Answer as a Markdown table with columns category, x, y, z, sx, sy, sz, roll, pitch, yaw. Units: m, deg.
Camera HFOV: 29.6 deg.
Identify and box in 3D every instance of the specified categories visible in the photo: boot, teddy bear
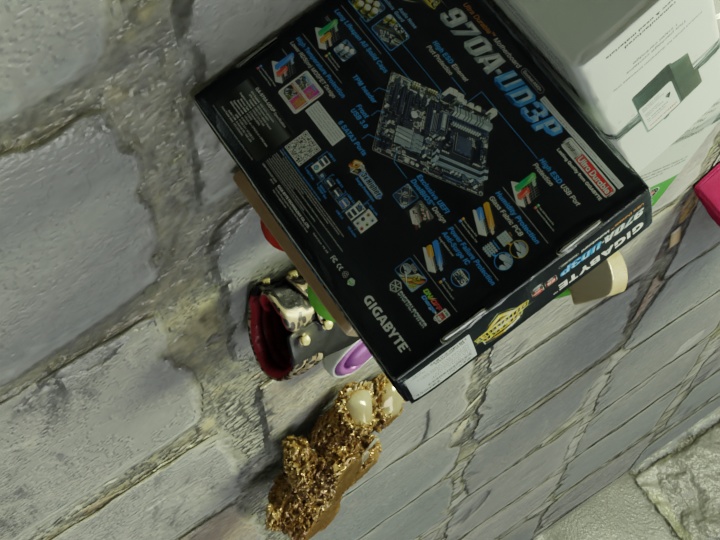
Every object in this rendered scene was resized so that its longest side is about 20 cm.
| category | x | y | z | sx | sy | sz | roll | pitch | yaw |
| --- | --- | --- | --- | --- | --- | --- | --- | --- | --- |
| boot | 0.000 | 0.000 | 0.977 | 0.149 | 0.074 | 0.200 | -27 | 163 | -25 |
| teddy bear | -0.028 | 0.173 | 1.322 | 0.144 | 0.067 | 0.201 | -31 | 154 | -42 |

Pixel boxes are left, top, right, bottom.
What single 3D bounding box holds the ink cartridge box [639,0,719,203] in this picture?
| category | x | y | z | sx | sy | sz | roll | pitch | yaw |
| --- | --- | --- | --- | --- | --- | --- | --- | --- | --- |
| ink cartridge box | 0.194 | -0.120 | 0.990 | 0.146 | 0.083 | 0.201 | -21 | 154 | -37 |

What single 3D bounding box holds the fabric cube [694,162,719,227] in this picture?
| category | x | y | z | sx | sy | sz | roll | pitch | yaw |
| --- | --- | --- | --- | --- | --- | --- | --- | --- | --- |
| fabric cube | 0.511 | -0.061 | 1.491 | 0.196 | 0.200 | 0.200 | -40 | 159 | 12 |

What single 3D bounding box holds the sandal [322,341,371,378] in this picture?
| category | x | y | z | sx | sy | sz | roll | pitch | yaw |
| --- | --- | --- | --- | --- | --- | --- | --- | --- | --- |
| sandal | 0.055 | 0.030 | 1.152 | 0.202 | 0.050 | 0.082 | -43 | 159 | 14 |

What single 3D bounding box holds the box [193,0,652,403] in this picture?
| category | x | y | z | sx | sy | sz | roll | pitch | yaw |
| --- | --- | --- | --- | --- | --- | --- | --- | --- | --- |
| box | 0.029 | -0.058 | 0.710 | 0.158 | 0.201 | 0.046 | -36 | 157 | -3 |

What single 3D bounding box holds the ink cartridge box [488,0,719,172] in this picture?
| category | x | y | z | sx | sy | sz | roll | pitch | yaw |
| --- | --- | --- | --- | --- | --- | --- | --- | --- | --- |
| ink cartridge box | 0.118 | -0.151 | 0.736 | 0.083 | 0.147 | 0.200 | -40 | 160 | 7 |

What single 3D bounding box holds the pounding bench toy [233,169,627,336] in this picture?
| category | x | y | z | sx | sy | sz | roll | pitch | yaw |
| --- | --- | --- | --- | --- | --- | --- | --- | --- | --- |
| pounding bench toy | 0.045 | -0.018 | 0.821 | 0.156 | 0.201 | 0.124 | -44 | 158 | 18 |
